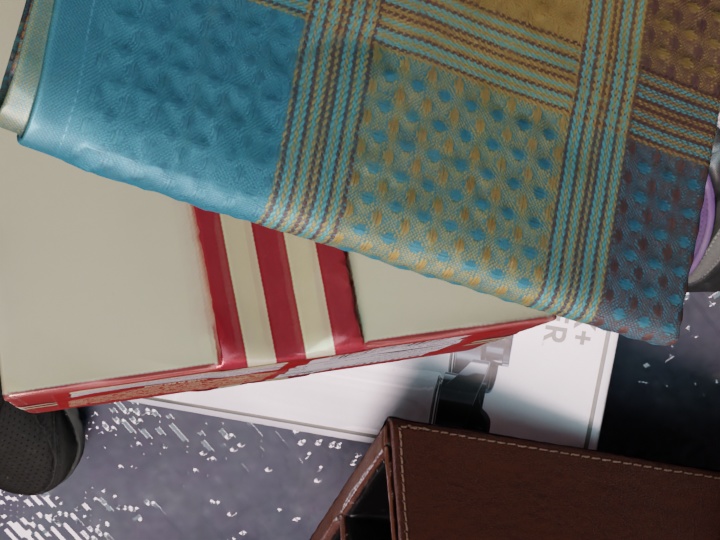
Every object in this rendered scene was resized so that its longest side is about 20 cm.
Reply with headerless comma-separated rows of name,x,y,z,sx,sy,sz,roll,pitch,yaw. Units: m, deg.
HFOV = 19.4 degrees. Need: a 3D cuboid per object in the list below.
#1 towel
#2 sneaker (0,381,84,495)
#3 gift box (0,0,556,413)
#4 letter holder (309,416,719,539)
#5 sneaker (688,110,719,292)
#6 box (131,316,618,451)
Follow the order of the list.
towel,0.012,-0.074,0.559,0.199,0.022,0.147,18,78,-24
sneaker,-0.186,0.045,0.800,0.073,0.082,0.200,-21,137,32
gift box,-0.033,-0.062,0.641,0.184,0.200,0.188,-8,85,-12
letter holder,0.089,0.152,0.763,0.199,0.143,0.101,10,140,-19
sneaker,0.136,-0.074,0.649,0.087,0.076,0.200,26,124,-24
box,0.000,0.000,0.791,0.199,0.060,0.117,10,117,3
